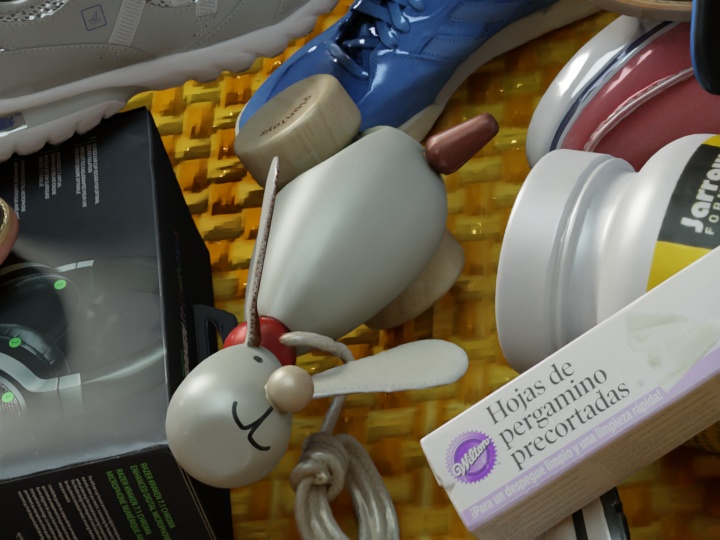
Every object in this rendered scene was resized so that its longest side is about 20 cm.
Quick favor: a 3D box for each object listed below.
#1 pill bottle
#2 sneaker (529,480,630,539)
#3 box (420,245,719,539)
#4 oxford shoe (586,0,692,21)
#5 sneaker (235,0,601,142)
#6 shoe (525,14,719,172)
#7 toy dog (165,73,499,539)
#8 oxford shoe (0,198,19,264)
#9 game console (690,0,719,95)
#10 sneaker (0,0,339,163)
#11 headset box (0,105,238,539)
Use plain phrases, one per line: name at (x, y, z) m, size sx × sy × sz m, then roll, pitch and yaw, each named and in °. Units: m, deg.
pill bottle at (0.155, 0.013, 0.961) m, size 0.200 × 0.113 × 0.113 m, roll 10°, pitch 54°, yaw 24°
sneaker at (0.042, 0.133, 0.919) m, size 0.115 × 0.076 × 0.201 m, roll -14°, pitch 50°, yaw 3°
box at (0.115, 0.022, 0.888) m, size 0.200 × 0.041 × 0.039 m, roll -34°, pitch 62°, yaw 9°
oxford shoe at (0.174, -0.148, 1.043) m, size 0.200 × 0.071 × 0.071 m, roll -15°, pitch 42°, yaw -5°
sneaker at (0.025, -0.123, 1.119) m, size 0.200 × 0.111 × 0.077 m, roll -31°, pitch 49°, yaw -10°
shoe at (0.167, -0.071, 1.056) m, size 0.200 × 0.072 × 0.091 m, roll -28°, pitch 43°, yaw -13°
toy dog at (0.000, 0.000, 0.994) m, size 0.096 × 0.132 × 0.200 m, roll -30°, pitch 40°, yaw 31°
oxford shoe at (-0.223, -0.029, 1.014) m, size 0.200 × 0.074 × 0.071 m, roll 5°, pitch 50°, yaw 22°
game console at (0.199, -0.158, 0.952) m, size 0.170 × 0.201 × 0.118 m, roll 3°, pitch 7°, yaw 1°
sneaker at (-0.085, -0.112, 1.058) m, size 0.200 × 0.082 × 0.075 m, roll -29°, pitch 25°, yaw -27°
headset box at (-0.145, 0.044, 1.040) m, size 0.200 × 0.093 × 0.174 m, roll -14°, pitch 47°, yaw 5°
